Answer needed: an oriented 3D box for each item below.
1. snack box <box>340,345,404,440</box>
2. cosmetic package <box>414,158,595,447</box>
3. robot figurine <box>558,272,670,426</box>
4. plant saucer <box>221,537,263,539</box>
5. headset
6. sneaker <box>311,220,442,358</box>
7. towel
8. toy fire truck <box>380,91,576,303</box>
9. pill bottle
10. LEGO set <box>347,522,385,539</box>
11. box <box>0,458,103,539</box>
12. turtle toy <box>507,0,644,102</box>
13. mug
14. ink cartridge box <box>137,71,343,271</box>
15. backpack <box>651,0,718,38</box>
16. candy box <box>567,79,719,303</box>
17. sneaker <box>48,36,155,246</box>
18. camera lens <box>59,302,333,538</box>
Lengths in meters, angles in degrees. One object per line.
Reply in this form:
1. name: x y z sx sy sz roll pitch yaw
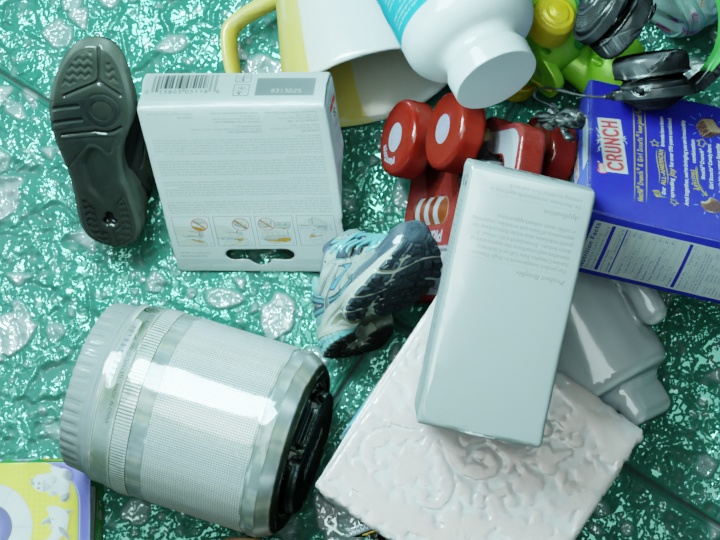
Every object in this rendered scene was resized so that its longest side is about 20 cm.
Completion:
1. snack box: 0.095 0.150 1.582 0.200 0.037 0.116 37 58 1
2. cosmetic package: 0.108 0.024 1.478 0.101 0.074 0.202 13 96 -2
3. robot figurine: 0.176 0.047 1.611 0.169 0.113 0.201 -35 79 28
4. plant saucer: -0.091 0.325 1.621 0.199 0.037 0.202 -3 84 27
5. headset: 0.221 -0.176 1.536 0.200 0.094 0.124 -38 104 -9
6. sneaker: 0.000 0.000 1.608 0.077 0.200 0.087 -10 68 -28
7. towel: 0.094 0.148 1.528 0.199 0.032 0.192 35 80 2
8. toy fire truck: 0.089 -0.052 1.602 0.111 0.200 0.169 10 86 -25
9. pill bottle: 0.067 -0.228 1.540 0.110 0.111 0.201 -27 63 3
10. LEGO set: 0.055 0.216 1.600 0.152 0.116 0.202 -11 81 6
11. box: -0.326 0.225 1.687 0.198 0.048 0.118 -2 82 9
12. turtle toy: 0.164 -0.213 1.646 0.101 0.146 0.201 -31 79 -20
13. mug: -0.026 -0.220 1.661 0.185 0.150 0.154 -11 73 -10
14. ink cartridge box: -0.092 -0.082 1.647 0.161 0.201 0.050 0 49 8
15. backpack: 0.249 -0.298 1.638 0.200 0.167 0.127 44 95 -2
16. candy box: 0.269 -0.059 1.570 0.198 0.077 0.170 13 44 -5
17. sneaker: -0.216 -0.131 1.666 0.076 0.200 0.115 -1 40 7
18. camera lens: -0.132 0.123 1.617 0.198 0.160 0.161 17 85 9
